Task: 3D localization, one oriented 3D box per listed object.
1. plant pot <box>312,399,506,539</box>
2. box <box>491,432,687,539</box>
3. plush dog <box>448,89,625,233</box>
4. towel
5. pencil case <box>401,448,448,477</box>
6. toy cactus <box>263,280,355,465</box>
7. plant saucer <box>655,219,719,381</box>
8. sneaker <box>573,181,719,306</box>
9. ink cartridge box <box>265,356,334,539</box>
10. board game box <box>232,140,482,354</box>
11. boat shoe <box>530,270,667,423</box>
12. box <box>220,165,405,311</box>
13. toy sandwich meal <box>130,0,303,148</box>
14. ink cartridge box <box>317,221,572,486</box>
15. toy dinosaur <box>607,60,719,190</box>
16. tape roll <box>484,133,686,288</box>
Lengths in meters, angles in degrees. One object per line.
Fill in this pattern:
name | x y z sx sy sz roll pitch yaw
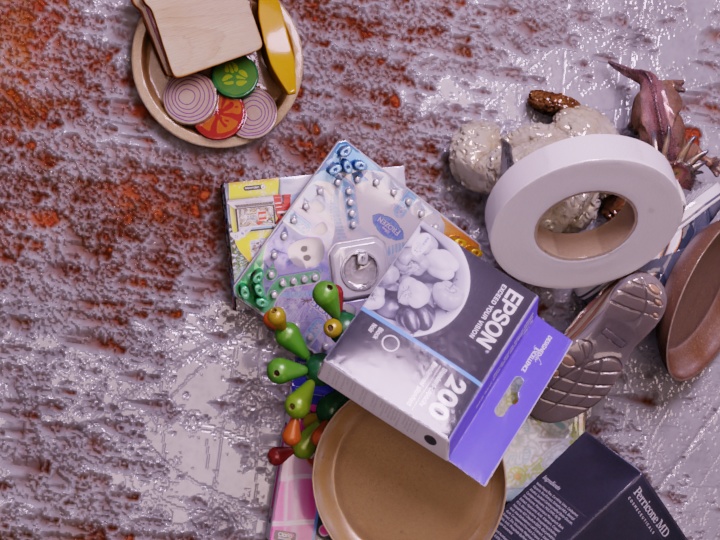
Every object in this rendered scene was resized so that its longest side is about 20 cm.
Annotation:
plant pot | 0.050 0.210 1.518 0.198 0.027 0.202 0 91 13
box | 0.242 0.320 1.605 0.200 0.117 0.197 -42 118 -8
plush dog | 0.220 -0.112 1.632 0.171 0.160 0.201 -38 97 -32
towel | 0.154 0.169 1.656 0.198 0.048 0.173 -1 87 -11
pencil case | 0.101 0.123 1.579 0.083 0.091 0.201 23 82 -9
toy cactus | -0.026 0.103 1.558 0.164 0.102 0.202 -2 103 -27
plant saucer | 0.377 0.024 1.654 0.037 0.200 0.201 28 82 32
sneaker | 0.335 -0.013 1.677 0.200 0.078 0.080 -39 92 2
ink cartridge box | -0.040 0.199 1.624 0.094 0.037 0.202 10 86 -11
board game box | 0.000 0.000 1.593 0.199 0.026 0.201 36 91 -16
boat shoe | 0.251 0.081 1.619 0.076 0.072 0.200 42 101 -10
box | -0.045 -0.035 1.621 0.198 0.038 0.138 -6 92 -11
toy sandwich meal | -0.150 -0.231 1.586 0.203 0.070 0.207 0 89 -11
ink cartridge box | 0.091 0.079 1.492 0.199 0.043 0.199 33 60 5
toy dinosaur | 0.325 -0.153 1.628 0.085 0.135 0.202 -23 80 20
tape roll | 0.227 -0.057 1.528 0.201 0.204 0.037 0 50 -11
